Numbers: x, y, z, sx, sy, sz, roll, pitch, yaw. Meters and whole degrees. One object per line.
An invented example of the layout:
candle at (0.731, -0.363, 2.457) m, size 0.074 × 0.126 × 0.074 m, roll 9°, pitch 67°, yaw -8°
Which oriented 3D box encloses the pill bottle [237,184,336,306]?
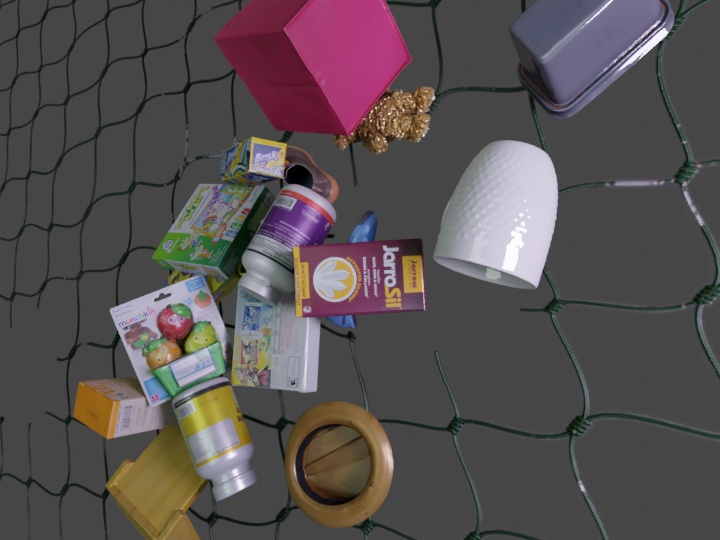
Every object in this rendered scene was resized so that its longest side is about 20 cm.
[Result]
pill bottle at (-0.131, -0.042, 0.923) m, size 0.112 × 0.112 × 0.201 m, roll 18°, pitch 73°, yaw 34°

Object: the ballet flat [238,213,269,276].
ballet flat at (-0.172, -0.064, 1.011) m, size 0.067 × 0.067 × 0.201 m, roll 40°, pitch 104°, yaw 32°

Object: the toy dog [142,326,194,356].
toy dog at (-0.432, 0.161, 1.104) m, size 0.199 × 0.096 × 0.133 m, roll -8°, pitch 101°, yaw 32°

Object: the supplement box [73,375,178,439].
supplement box at (-0.439, 0.263, 1.052) m, size 0.125 × 0.199 × 0.074 m, roll 12°, pitch 92°, yaw 32°

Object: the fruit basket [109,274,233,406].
fruit basket at (-0.349, 0.130, 1.009) m, size 0.094 × 0.184 × 0.201 m, roll -8°, pitch 104°, yaw 64°

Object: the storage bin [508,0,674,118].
storage bin at (0.295, -0.338, 0.712) m, size 0.200 × 0.134 × 0.146 m, roll -41°, pitch 63°, yaw 20°

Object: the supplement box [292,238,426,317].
supplement box at (0.001, 0.013, 0.823) m, size 0.198 × 0.086 × 0.111 m, roll -4°, pitch 87°, yaw 6°

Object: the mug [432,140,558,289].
mug at (0.183, -0.081, 0.751) m, size 0.200 × 0.147 × 0.177 m, roll 9°, pitch 80°, yaw 64°

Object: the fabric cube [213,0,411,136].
fabric cube at (-0.073, -0.363, 0.868) m, size 0.199 × 0.200 × 0.197 m, roll 18°, pitch 63°, yaw 43°

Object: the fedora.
fedora at (-0.028, 0.306, 0.848) m, size 0.199 × 0.082 × 0.202 m, roll -6°, pitch 77°, yaw 27°

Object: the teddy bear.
teddy bear at (0.035, -0.266, 0.910) m, size 0.199 × 0.067 × 0.146 m, roll 22°, pitch 92°, yaw 33°

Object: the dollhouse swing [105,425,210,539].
dollhouse swing at (-0.380, 0.458, 1.081) m, size 0.199 × 0.176 × 0.183 m, roll 22°, pitch 135°, yaw 33°

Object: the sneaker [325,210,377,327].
sneaker at (0.000, 0.000, 0.899) m, size 0.078 × 0.066 × 0.201 m, roll 22°, pitch 90°, yaw 9°

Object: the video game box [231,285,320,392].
video game box at (-0.158, 0.119, 0.985) m, size 0.181 × 0.047 × 0.202 m, roll -2°, pitch 81°, yaw 30°

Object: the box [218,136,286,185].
box at (-0.209, -0.204, 1.007) m, size 0.200 × 0.070 × 0.065 m, roll 8°, pitch 93°, yaw 60°

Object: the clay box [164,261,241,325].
clay box at (-0.323, 0.012, 1.108) m, size 0.200 × 0.047 × 0.115 m, roll -41°, pitch 63°, yaw 22°

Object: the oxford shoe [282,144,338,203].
oxford shoe at (-0.126, -0.195, 0.998) m, size 0.200 × 0.073 × 0.072 m, roll 36°, pitch 102°, yaw 32°

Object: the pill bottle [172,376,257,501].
pill bottle at (-0.264, 0.310, 0.976) m, size 0.112 × 0.112 × 0.201 m, roll -31°, pitch 77°, yaw 25°

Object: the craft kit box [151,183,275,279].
craft kit box at (-0.296, -0.086, 1.062) m, size 0.196 × 0.049 × 0.201 m, roll 5°, pitch 59°, yaw 34°
